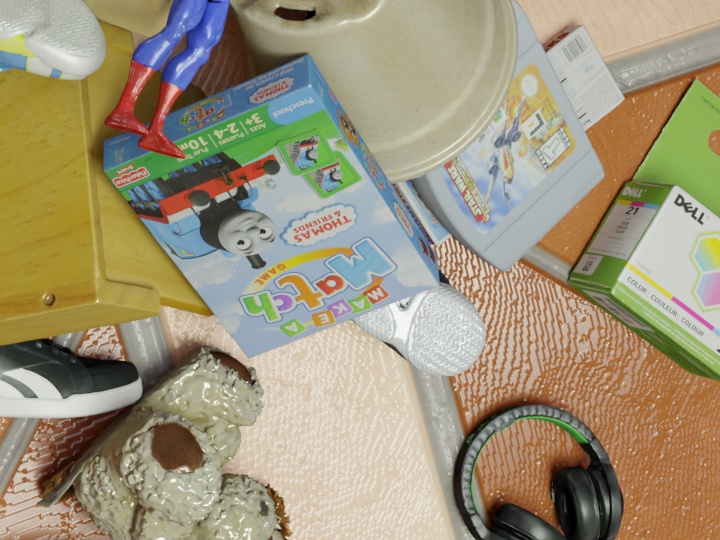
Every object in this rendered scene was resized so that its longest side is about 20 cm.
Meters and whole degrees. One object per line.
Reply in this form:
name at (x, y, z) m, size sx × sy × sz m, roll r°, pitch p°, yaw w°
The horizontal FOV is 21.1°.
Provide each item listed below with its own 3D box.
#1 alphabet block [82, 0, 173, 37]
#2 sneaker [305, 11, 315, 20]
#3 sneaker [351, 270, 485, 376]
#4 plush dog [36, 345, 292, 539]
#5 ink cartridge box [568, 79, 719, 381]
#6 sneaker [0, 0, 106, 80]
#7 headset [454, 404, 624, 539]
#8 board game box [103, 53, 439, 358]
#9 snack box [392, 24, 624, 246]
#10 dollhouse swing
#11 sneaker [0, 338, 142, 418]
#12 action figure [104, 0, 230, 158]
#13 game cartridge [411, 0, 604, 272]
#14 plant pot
alphabet block at (-0.176, -0.296, 1.230) m, size 0.195 × 0.200 × 0.197 m, roll 23°, pitch 75°, yaw 1°
sneaker at (-0.011, -0.153, 1.434) m, size 0.086 × 0.080 × 0.200 m, roll 30°, pitch 84°, yaw 1°
sneaker at (0.000, 0.000, 1.425) m, size 0.200 × 0.114 × 0.076 m, roll 39°, pitch 92°, yaw -10°
plush dog at (-0.120, 0.177, 1.374) m, size 0.160 × 0.200 × 0.172 m, roll -37°, pitch 99°, yaw 19°
ink cartridge box at (0.284, -0.032, 1.554) m, size 0.148 × 0.076 × 0.200 m, roll 35°, pitch 83°, yaw -22°
sneaker at (-0.258, -0.153, 1.255) m, size 0.200 × 0.105 × 0.076 m, roll 29°, pitch 40°, yaw 12°
headset at (0.152, 0.203, 1.538) m, size 0.123 × 0.094 × 0.200 m, roll -29°, pitch 90°, yaw -13°
board game box at (-0.056, -0.037, 1.288) m, size 0.151 × 0.037 × 0.200 m, roll -22°, pitch 133°, yaw 15°
snack box at (0.113, -0.106, 1.504) m, size 0.200 × 0.024 × 0.072 m, roll -38°, pitch 110°, yaw -15°
dollhouse swing at (-0.202, -0.050, 1.344) m, size 0.181 × 0.176 × 0.200 m, roll -11°, pitch 76°, yaw 13°
sneaker at (-0.248, 0.044, 1.342) m, size 0.200 × 0.073 × 0.112 m, roll -1°, pitch 97°, yaw -21°
action figure at (-0.073, -0.165, 1.176) m, size 0.065 × 0.099 × 0.200 m, roll 33°, pitch 74°, yaw -59°
game cartridge at (0.100, -0.094, 1.446) m, size 0.133 × 0.042 × 0.200 m, roll -46°, pitch 132°, yaw -14°
plant pot at (-0.008, -0.183, 1.299) m, size 0.200 × 0.184 × 0.201 m, roll -5°, pitch 70°, yaw 14°
